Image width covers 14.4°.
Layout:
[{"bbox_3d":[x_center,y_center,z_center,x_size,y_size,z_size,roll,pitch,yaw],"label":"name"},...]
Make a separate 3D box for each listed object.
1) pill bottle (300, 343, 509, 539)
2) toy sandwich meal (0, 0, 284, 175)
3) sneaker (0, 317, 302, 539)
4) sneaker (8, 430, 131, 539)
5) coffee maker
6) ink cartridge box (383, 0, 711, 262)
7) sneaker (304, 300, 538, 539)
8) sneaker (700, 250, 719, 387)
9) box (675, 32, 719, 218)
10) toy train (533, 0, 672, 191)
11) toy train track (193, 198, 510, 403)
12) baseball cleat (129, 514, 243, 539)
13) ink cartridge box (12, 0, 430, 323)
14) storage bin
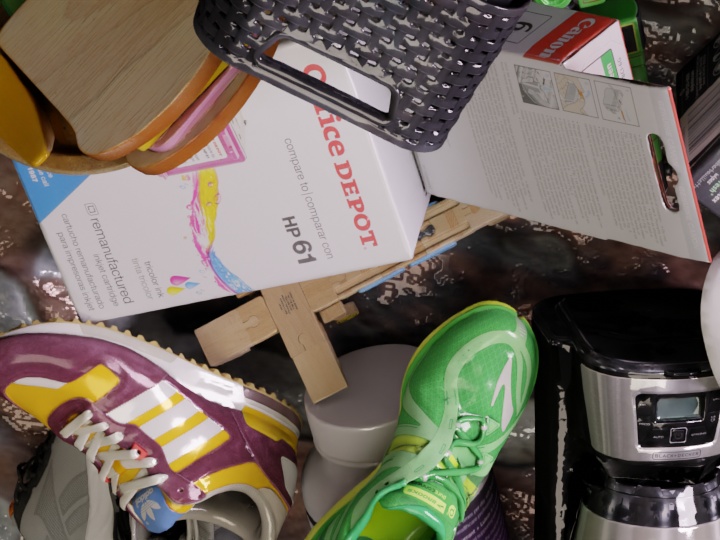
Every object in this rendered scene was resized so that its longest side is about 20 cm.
[{"bbox_3d":[0.028,0.147,1.650,0.111,0.112,0.200,-7,123,12],"label":"pill bottle"},{"bbox_3d":[-0.142,-0.138,1.448,0.205,0.070,0.206,-2,82,17],"label":"toy sandwich meal"},{"bbox_3d":[-0.123,0.094,1.577,0.200,0.090,0.075,19,149,-22],"label":"sneaker"},{"bbox_3d":[-0.172,0.123,1.685,0.079,0.074,0.200,9,125,7],"label":"sneaker"},{"bbox_3d":[0.145,0.114,1.590,0.134,0.192,0.200,-9,108,-32],"label":"coffee maker"},{"bbox_3d":[0.105,-0.078,1.463,0.200,0.050,0.109,16,134,43],"label":"ink cartridge box"},{"bbox_3d":[0.040,0.112,1.532,0.074,0.084,0.200,30,93,-20],"label":"sneaker"},{"bbox_3d":[0.257,0.059,1.477,0.115,0.074,0.200,7,149,36],"label":"sneaker"},{"bbox_3d":[0.272,-0.052,1.480,0.200,0.122,0.106,35,121,-15],"label":"box"},{"bbox_3d":[0.125,-0.114,1.509,0.056,0.042,0.200,-13,121,3],"label":"toy train"},{"bbox_3d":[0.000,0.000,1.600,0.200,0.033,0.115,-27,81,15],"label":"toy train track"},{"bbox_3d":[-0.096,0.180,1.691,0.070,0.107,0.200,-11,120,21],"label":"baseball cleat"},{"bbox_3d":[-0.077,-0.067,1.534,0.200,0.085,0.145,-12,119,15],"label":"ink cartridge box"},{"bbox_3d":[0.009,-0.165,1.390,0.135,0.200,0.094,26,123,-10],"label":"storage bin"}]
